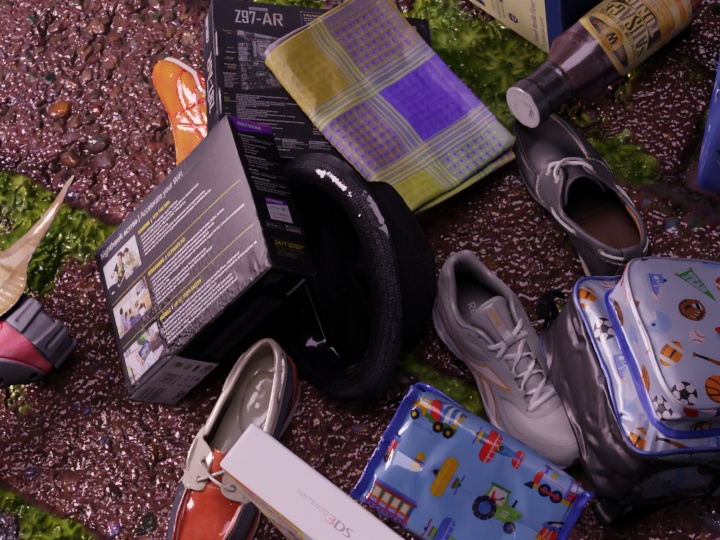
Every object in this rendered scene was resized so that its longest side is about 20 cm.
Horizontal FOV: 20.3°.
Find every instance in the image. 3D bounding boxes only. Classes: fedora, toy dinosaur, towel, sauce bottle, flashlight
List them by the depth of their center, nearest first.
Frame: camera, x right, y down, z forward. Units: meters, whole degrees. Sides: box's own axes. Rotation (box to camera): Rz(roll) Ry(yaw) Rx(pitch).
[{"bbox_3d":[0.000,0.000,1.627,0.091,0.201,0.201,-14,53,-39],"label":"fedora"},{"bbox_3d":[-0.321,0.112,1.657,0.067,0.068,0.200,33,75,24],"label":"flashlight"},{"bbox_3d":[-0.305,0.002,1.692,0.200,0.058,0.101,-52,39,-8],"label":"toy dinosaur"},{"bbox_3d":[0.025,-0.145,1.702,0.143,0.023,0.200,-30,73,-30],"label":"towel"},{"bbox_3d":[0.208,-0.191,1.727,0.066,0.066,0.200,38,63,25],"label":"sauce bottle"}]

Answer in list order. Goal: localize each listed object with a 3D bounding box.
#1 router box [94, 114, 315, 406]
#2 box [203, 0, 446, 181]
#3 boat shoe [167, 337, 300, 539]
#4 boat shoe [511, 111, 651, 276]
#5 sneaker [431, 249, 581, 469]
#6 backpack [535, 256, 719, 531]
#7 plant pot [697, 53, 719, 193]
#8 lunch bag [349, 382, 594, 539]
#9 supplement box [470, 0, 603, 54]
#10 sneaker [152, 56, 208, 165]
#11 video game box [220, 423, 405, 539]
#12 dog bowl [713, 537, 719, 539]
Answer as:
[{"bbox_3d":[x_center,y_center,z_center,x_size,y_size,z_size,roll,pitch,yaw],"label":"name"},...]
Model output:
[{"bbox_3d":[-0.130,-0.006,1.630,0.200,0.051,0.150,-41,53,35],"label":"router box"},{"bbox_3d":[-0.033,-0.149,1.727,0.198,0.044,0.161,3,59,-15],"label":"box"},{"bbox_3d":[-0.103,0.150,1.600,0.071,0.063,0.201,17,66,15],"label":"boat shoe"},{"bbox_3d":[0.184,-0.070,1.678,0.071,0.068,0.201,-25,56,-5],"label":"boat shoe"},{"bbox_3d":[0.117,0.069,1.594,0.075,0.092,0.200,-33,62,-11],"label":"sneaker"},{"bbox_3d":[0.252,0.081,1.524,0.189,0.154,0.201,3,57,-28],"label":"backpack"},{"bbox_3d":[0.388,-0.176,1.641,0.198,0.180,0.201,10,63,15],"label":"plant pot"},{"bbox_3d":[0.088,0.152,1.500,0.150,0.200,0.095,30,96,4],"label":"lunch bag"},{"bbox_3d":[0.168,-0.333,1.788,0.199,0.135,0.200,38,72,25],"label":"supplement box"},{"bbox_3d":[-0.138,-0.107,1.744,0.077,0.073,0.201,-30,60,-7],"label":"sneaker"},{"bbox_3d":[0.003,0.210,1.479,0.199,0.182,0.047,35,77,25],"label":"video game box"},{"bbox_3d":[0.299,0.291,1.461,0.198,0.059,0.202,-4,60,7],"label":"dog bowl"}]
